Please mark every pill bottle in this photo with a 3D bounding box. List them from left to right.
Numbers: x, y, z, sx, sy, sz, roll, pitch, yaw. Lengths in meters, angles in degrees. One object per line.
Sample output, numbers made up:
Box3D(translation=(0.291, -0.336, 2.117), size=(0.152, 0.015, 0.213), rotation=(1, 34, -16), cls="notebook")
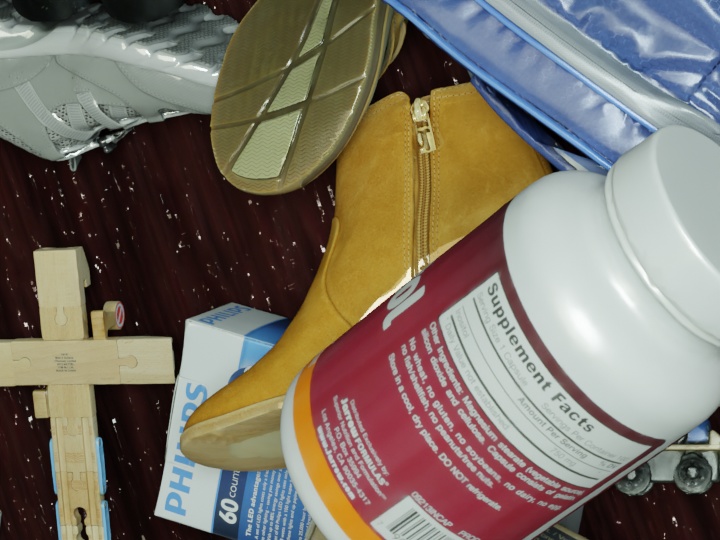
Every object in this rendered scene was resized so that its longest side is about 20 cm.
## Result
Box3D(translation=(0.070, 0.034, 0.855), size=(0.200, 0.113, 0.113), rotation=(-39, 82, 31), cls="pill bottle")

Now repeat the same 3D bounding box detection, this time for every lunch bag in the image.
Box3D(translation=(0.110, -0.108, 0.925), size=(0.200, 0.136, 0.133), rotation=(39, 108, 12), cls="lunch bag")

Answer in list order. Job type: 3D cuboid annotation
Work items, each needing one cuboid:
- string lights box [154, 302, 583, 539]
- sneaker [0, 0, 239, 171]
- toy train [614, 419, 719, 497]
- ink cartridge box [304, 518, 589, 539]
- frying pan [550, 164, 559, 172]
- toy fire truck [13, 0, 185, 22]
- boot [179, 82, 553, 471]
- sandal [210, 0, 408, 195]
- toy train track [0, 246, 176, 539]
Box3D(translation=(0.007, 0.092, 1.052), size=(0.199, 0.059, 0.104), rotation=(15, 104, 19), cls="string lights box")
Box3D(translation=(-0.132, -0.090, 1.092), size=(0.199, 0.075, 0.083), rotation=(7, 114, 25), cls="sneaker")
Box3D(translation=(0.198, 0.077, 0.986), size=(0.198, 0.034, 0.046), rotation=(-3, 82, 13), cls="toy train")
Box3D(translation=(0.038, 0.192, 0.996), size=(0.164, 0.075, 0.201), rotation=(29, 132, 9), cls="ink cartridge box")
Box3D(translation=(0.036, -0.042, 1.048), size=(0.115, 0.031, 0.191), rotation=(-31, 87, 20), cls="frying pan")
Box3D(translation=(-0.143, -0.234, 1.054), size=(0.175, 0.201, 0.129), rotation=(3, 139, 22), cls="toy fire truck")
Box3D(translation=(0.000, 0.000, 1.003), size=(0.200, 0.071, 0.145), rotation=(-21, 61, 14), cls="boot")
Box3D(translation=(-0.009, -0.125, 1.027), size=(0.080, 0.054, 0.201), rotation=(7, 72, 31), cls="sandal")
Box3D(translation=(-0.143, 0.086, 1.127), size=(0.114, 0.033, 0.202), rotation=(-1, 101, 13), cls="toy train track")
